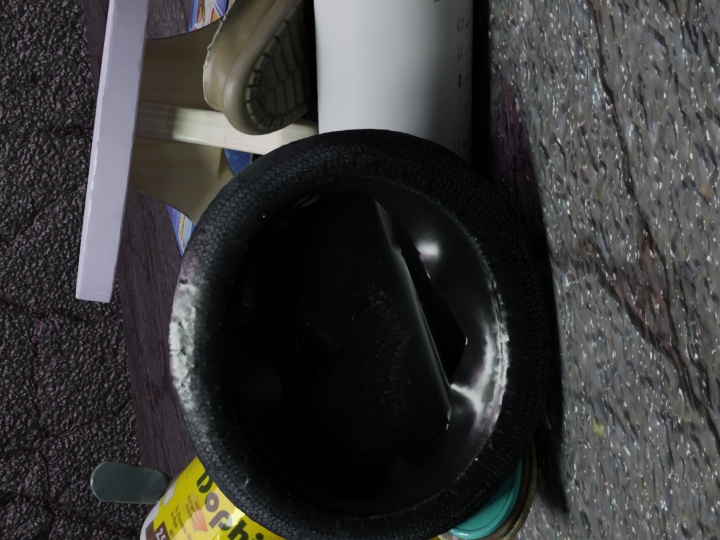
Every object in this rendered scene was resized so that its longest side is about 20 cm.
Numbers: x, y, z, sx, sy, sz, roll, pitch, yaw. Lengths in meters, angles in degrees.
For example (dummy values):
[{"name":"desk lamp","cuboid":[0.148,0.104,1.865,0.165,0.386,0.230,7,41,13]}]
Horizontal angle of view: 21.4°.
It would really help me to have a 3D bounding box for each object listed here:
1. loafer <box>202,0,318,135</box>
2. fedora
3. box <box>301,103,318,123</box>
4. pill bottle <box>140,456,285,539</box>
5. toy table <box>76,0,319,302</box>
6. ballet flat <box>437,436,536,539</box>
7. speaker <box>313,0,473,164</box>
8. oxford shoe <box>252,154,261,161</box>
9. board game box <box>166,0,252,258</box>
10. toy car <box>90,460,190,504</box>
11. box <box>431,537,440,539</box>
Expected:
[{"name":"loafer","cuboid":[-0.039,-0.149,0.982,0.076,0.067,0.201,81,-153,-47]},{"name":"fedora","cuboid":[-0.003,0.028,0.915,0.092,0.198,0.203,-118,21,-76]},{"name":"box","cuboid":[-0.029,-0.120,1.163,0.137,0.037,0.202,166,103,-76]},{"name":"pill bottle","cuboid":[-0.038,0.124,1.144,0.200,0.109,0.110,-50,38,24]},{"name":"toy table","cuboid":[-0.090,-0.080,1.059,0.184,0.116,0.202,-110,28,-70]},{"name":"ballet flat","cuboid":[0.051,0.077,0.990,0.201,0.070,0.071,-112,17,-45]},{"name":"speaker","cuboid":[0.017,-0.104,0.941,0.081,0.080,0.201,-115,19,-52]},{"name":"oxford shoe","cuboid":[-0.057,-0.133,1.331,0.075,0.057,0.202,86,-173,-69]},{"name":"board game box","cuboid":[-0.091,-0.119,1.232,0.136,0.034,0.202,-116,35,-64]},{"name":"toy car","cuboid":[-0.087,0.174,1.342,0.158,0.198,0.166,124,139,-74]},{"name":"box","cuboid":[-0.004,0.252,1.035,0.193,0.198,0.123,-120,24,-57]}]
